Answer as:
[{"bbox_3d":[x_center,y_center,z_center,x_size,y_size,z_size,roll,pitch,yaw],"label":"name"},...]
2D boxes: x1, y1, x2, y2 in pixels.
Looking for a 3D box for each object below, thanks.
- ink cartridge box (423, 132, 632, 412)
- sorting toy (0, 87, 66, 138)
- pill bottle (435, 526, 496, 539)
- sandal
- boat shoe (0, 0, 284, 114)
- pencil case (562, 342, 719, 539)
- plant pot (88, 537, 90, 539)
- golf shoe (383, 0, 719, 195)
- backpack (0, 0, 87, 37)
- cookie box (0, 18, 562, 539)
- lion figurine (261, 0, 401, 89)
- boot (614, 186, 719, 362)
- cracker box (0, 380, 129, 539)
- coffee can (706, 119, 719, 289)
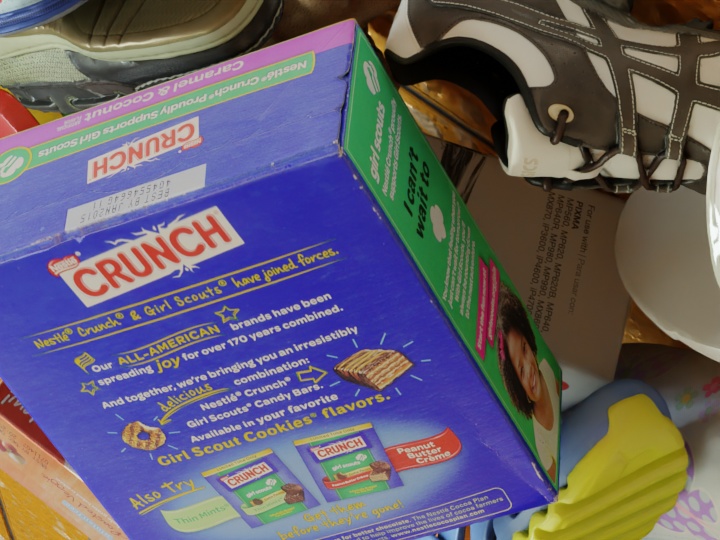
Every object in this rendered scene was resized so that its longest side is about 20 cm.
[{"bbox_3d":[0.000,0.000,1.214,0.199,0.084,0.144,17,160,-14],"label":"ink cartridge box"},{"bbox_3d":[-0.181,-0.091,1.440,0.200,0.070,0.199,51,160,12],"label":"sorting toy"},{"bbox_3d":[0.118,0.180,1.325,0.200,0.106,0.106,37,160,14],"label":"pill bottle"},{"bbox_3d":[0.068,0.097,1.206,0.087,0.079,0.200,63,146,22],"label":"sandal"},{"bbox_3d":[-0.090,-0.097,1.136,0.200,0.073,0.065,7,150,51],"label":"boat shoe"},{"bbox_3d":[0.164,0.082,1.193,0.083,0.091,0.200,32,165,-31],"label":"pencil case"},{"bbox_3d":[-0.014,0.135,1.511,0.200,0.200,0.173,49,149,-20],"label":"plant pot"},{"bbox_3d":[0.099,-0.052,1.039,0.200,0.095,0.078,34,158,16],"label":"golf shoe"},{"bbox_3d":[-0.144,-0.182,1.093,0.200,0.183,0.147,3,141,45],"label":"backpack"},{"bbox_3d":[-0.037,0.021,1.090,0.171,0.075,0.200,-17,132,19],"label":"cookie box"},{"bbox_3d":[-0.014,-0.117,1.145,0.122,0.073,0.200,41,158,-5],"label":"lion figurine"},{"bbox_3d":[0.183,0.026,1.086,0.090,0.073,0.200,34,-179,-41],"label":"boot"},{"bbox_3d":[-0.065,0.035,1.292,0.134,0.200,0.058,38,153,-4],"label":"cracker box"},{"bbox_3d":[0.211,-0.022,0.813,0.146,0.146,0.200,48,160,-17],"label":"coffee can"}]
